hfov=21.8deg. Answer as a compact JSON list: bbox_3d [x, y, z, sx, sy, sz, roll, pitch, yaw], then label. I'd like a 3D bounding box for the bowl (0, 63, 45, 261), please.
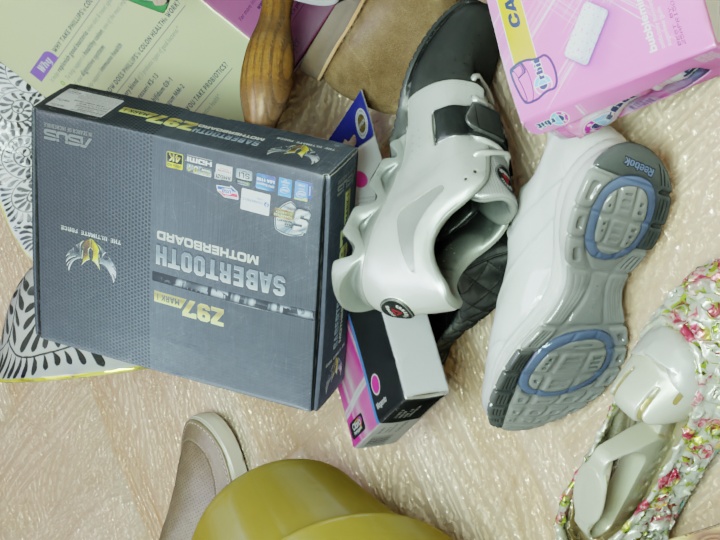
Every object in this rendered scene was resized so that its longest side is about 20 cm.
[{"bbox_3d":[-0.202,-0.103,1.430,0.200,0.093,0.203,13,106,52],"label":"bowl"}]

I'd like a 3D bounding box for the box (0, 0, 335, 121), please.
[{"bbox_3d":[-0.143,-0.177,1.251,0.199,0.097,0.176,38,140,-10],"label":"box"}]

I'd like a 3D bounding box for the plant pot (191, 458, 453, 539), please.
[{"bbox_3d":[-0.022,0.220,1.185,0.189,0.199,0.203,-128,44,-57],"label":"plant pot"}]

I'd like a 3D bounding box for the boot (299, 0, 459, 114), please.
[{"bbox_3d":[0.041,-0.181,1.128,0.075,0.074,0.201,34,124,1],"label":"boot"}]

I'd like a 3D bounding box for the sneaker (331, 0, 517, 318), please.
[{"bbox_3d":[0.060,-0.061,1.070,0.088,0.074,0.202,9,71,34],"label":"sneaker"}]

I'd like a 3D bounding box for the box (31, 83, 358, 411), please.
[{"bbox_3d":[-0.103,-0.014,1.128,0.198,0.051,0.159,15,119,19],"label":"box"}]

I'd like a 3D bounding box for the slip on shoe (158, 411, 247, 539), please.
[{"bbox_3d":[-0.127,0.209,1.416,0.076,0.060,0.202,22,114,50],"label":"slip on shoe"}]

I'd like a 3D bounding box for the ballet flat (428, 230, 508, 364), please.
[{"bbox_3d":[0.034,0.027,1.163,0.067,0.056,0.200,64,145,18],"label":"ballet flat"}]

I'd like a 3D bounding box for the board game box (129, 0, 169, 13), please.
[{"bbox_3d":[-0.095,-0.267,1.111,0.201,0.029,0.135,-83,14,-45],"label":"board game box"}]

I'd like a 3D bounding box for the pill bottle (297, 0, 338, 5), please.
[{"bbox_3d":[-0.013,-0.260,1.070,0.111,0.111,0.202,14,79,51],"label":"pill bottle"}]

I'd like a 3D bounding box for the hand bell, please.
[{"bbox_3d":[-0.050,-0.174,1.146,0.104,0.103,0.202,-15,62,53],"label":"hand bell"}]

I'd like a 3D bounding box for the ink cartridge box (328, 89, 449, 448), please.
[{"bbox_3d":[0.000,0.000,1.152,0.095,0.037,0.202,129,131,-60],"label":"ink cartridge box"}]

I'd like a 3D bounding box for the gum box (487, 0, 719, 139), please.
[{"bbox_3d":[0.122,-0.176,0.972,0.113,0.066,0.202,-20,79,30],"label":"gum box"}]

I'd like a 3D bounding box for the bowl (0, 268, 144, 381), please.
[{"bbox_3d":[-0.163,0.015,1.299,0.200,0.199,0.095,-3,95,53],"label":"bowl"}]

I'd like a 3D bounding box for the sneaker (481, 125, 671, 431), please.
[{"bbox_3d":[0.114,0.002,1.060,0.087,0.074,0.201,59,137,51],"label":"sneaker"}]

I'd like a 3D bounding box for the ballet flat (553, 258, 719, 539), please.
[{"bbox_3d":[0.157,0.086,1.007,0.076,0.063,0.202,44,129,41],"label":"ballet flat"}]

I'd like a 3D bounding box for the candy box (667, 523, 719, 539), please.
[{"bbox_3d":[0.148,0.193,0.996,0.200,0.115,0.056,-45,62,47],"label":"candy box"}]
